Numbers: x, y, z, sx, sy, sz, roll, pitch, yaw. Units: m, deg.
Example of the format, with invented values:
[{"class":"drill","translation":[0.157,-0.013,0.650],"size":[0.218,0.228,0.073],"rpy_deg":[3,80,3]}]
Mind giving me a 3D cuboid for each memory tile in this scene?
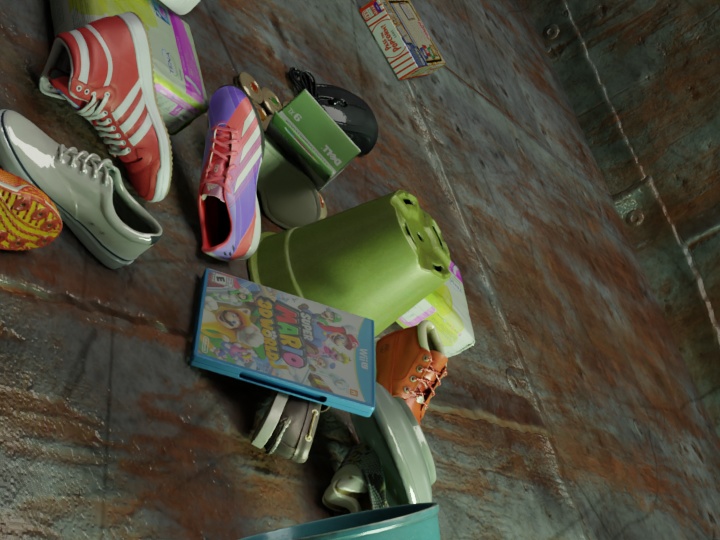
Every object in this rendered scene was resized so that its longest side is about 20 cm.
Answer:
[{"class":"memory tile","translation":[-0.106,-0.169,1.824],"size":[0.153,0.017,0.200],"rpy_deg":[30,37,-51]}]

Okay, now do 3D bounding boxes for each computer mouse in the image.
[{"class":"computer mouse","translation":[-0.023,-0.233,2.037],"size":[0.200,0.053,0.139],"rpy_deg":[20,45,-59]}]

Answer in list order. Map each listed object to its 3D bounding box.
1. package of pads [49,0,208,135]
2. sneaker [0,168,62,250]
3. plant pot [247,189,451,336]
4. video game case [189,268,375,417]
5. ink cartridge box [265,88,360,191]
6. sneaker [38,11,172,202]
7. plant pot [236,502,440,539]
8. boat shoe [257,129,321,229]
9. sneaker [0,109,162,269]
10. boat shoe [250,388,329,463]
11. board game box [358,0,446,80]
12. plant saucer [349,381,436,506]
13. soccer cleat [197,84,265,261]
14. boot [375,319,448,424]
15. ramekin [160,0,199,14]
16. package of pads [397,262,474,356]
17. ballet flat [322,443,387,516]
[{"class":"package of pads","translation":[-0.262,-0.256,1.518],"size":[0.200,0.068,0.155],"rpy_deg":[33,33,-48]},{"class":"sneaker","translation":[-0.330,-0.079,1.149],"size":[0.200,0.073,0.077],"rpy_deg":[39,20,-49]},{"class":"plant pot","translation":[0.000,0.000,1.614],"size":[0.200,0.190,0.200],"rpy_deg":[46,27,-31]},{"class":"video game case","translation":[-0.079,0.075,1.441],"size":[0.200,0.018,0.143],"rpy_deg":[18,36,-14]},{"class":"ink cartridge box","translation":[-0.060,-0.161,1.670],"size":[0.104,0.059,0.200],"rpy_deg":[48,-8,-2]},{"class":"sneaker","translation":[-0.264,-0.158,1.393],"size":[0.112,0.071,0.200],"rpy_deg":[-22,109,-38]},{"class":"plant pot","translation":[-0.009,0.321,1.213],"size":[0.200,0.200,0.188],"rpy_deg":[3,74,-65]},{"class":"boat shoe","translation":[-0.113,-0.124,1.676],"size":[0.202,0.072,0.060],"rpy_deg":[49,9,-47]},{"class":"sneaker","translation":[-0.269,-0.088,1.289],"size":[0.200,0.071,0.073],"rpy_deg":[46,26,-32]},{"class":"boat shoe","translation":[-0.059,0.135,1.455],"size":[0.060,0.072,0.200],"rpy_deg":[30,30,-2]},{"class":"board game box","translation":[0.082,-0.437,2.531],"size":[0.152,0.046,0.200],"rpy_deg":[60,22,0]},{"class":"plant saucer","translation":[0.041,0.199,1.515],"size":[0.200,0.050,0.200],"rpy_deg":[159,-90,-80]},{"class":"soccer cleat","translation":[-0.151,-0.111,1.514],"size":[0.073,0.068,0.200],"rpy_deg":[-3,92,-64]},{"class":"boot","translation":[0.062,0.148,1.683],"size":[0.075,0.107,0.200],"rpy_deg":[44,29,-40]},{"class":"ramekin","translation":[-0.250,-0.391,1.585],"size":[0.200,0.098,0.200],"rpy_deg":[39,4,-3]},{"class":"package of pads","translation":[0.080,0.018,1.912],"size":[0.200,0.068,0.155],"rpy_deg":[41,28,-39]},{"class":"ballet flat","translation":[-0.005,0.262,1.448],"size":[0.072,0.072,0.200],"rpy_deg":[40,28,-41]}]
